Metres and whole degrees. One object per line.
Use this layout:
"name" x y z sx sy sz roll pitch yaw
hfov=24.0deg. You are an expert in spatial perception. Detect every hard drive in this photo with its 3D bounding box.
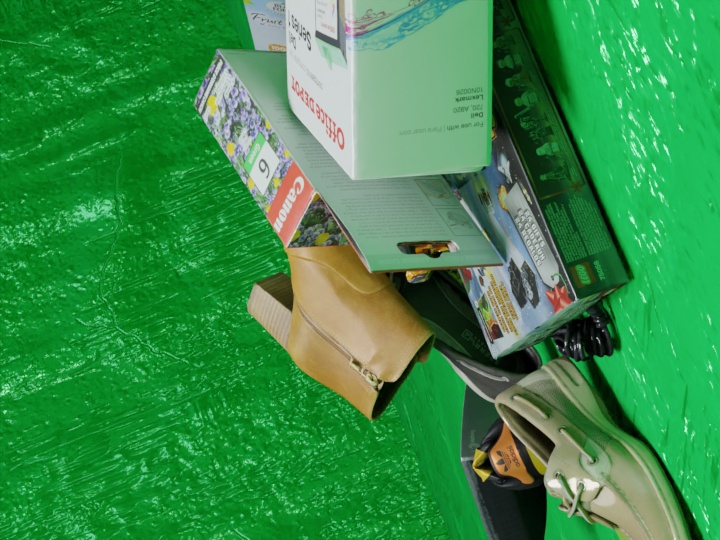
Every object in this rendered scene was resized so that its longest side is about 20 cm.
"hard drive" 0.125 0.163 1.460 0.200 0.042 0.136 -73 -35 -68

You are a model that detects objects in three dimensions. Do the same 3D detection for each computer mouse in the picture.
"computer mouse" 0.104 -0.026 1.091 0.140 0.046 0.202 -152 41 -85

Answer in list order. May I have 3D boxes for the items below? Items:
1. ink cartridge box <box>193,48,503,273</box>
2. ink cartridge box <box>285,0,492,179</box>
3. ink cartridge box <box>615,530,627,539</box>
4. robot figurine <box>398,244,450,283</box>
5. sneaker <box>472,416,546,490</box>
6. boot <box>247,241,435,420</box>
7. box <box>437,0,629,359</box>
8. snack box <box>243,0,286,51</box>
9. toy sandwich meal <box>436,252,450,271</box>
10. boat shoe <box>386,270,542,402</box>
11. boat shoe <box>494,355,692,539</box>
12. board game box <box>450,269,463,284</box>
"ink cartridge box" -0.010 -0.055 1.032 0.201 0.108 0.051 56 132 33
"ink cartridge box" 0.012 -0.167 0.932 0.145 0.083 0.202 -128 33 -62
"ink cartridge box" 0.182 0.240 1.205 0.148 0.075 0.201 91 156 -79
"robot figurine" 0.036 -0.093 1.160 0.145 0.058 0.202 6 -104 -78
"sneaker" 0.124 0.132 1.307 0.200 0.089 0.071 101 147 -82
"boot" -0.001 0.001 1.221 0.144 0.071 0.202 35 129 21
"box" 0.082 -0.060 1.019 0.202 0.040 0.137 69 160 10
"snack box" -0.025 -0.215 1.175 0.200 0.067 0.170 83 -162 -68
"toy sandwich meal" 0.065 -0.047 1.319 0.205 0.070 0.207 159 90 -86
"boat shoe" 0.056 0.025 1.285 0.199 0.067 0.057 37 155 -5
"boat shoe" 0.152 0.136 1.104 0.200 0.065 0.073 -124 13 -47
"board game box" 0.030 -0.031 1.439 0.045 0.134 0.201 -32 76 46
